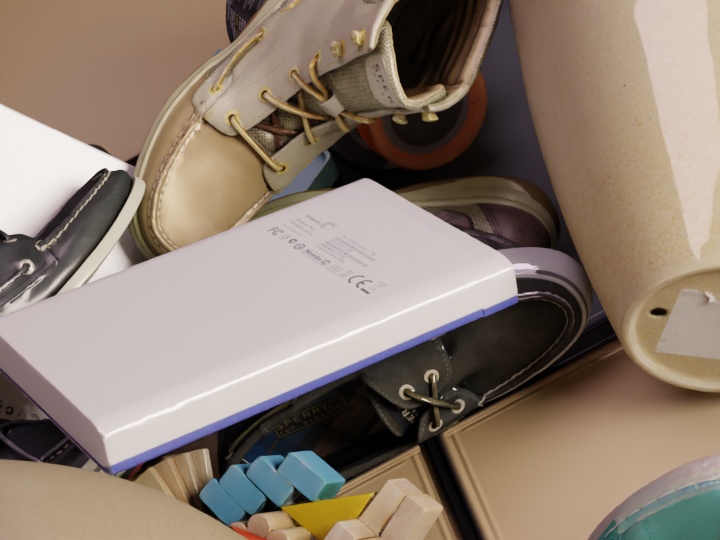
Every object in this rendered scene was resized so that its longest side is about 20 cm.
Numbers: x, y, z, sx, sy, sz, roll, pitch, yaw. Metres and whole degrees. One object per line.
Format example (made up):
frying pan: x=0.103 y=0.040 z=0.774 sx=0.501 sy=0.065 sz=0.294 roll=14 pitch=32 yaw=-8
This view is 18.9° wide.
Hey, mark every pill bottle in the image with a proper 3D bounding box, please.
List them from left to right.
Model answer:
pill bottle: x=0.001 y=-0.123 z=1.234 sx=0.106 sy=0.106 sz=0.200 roll=-34 pitch=32 yaw=-6

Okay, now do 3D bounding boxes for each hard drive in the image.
hard drive: x=-0.188 y=0.023 z=1.073 sx=0.027 sy=0.132 sz=0.201 roll=-10 pitch=58 yaw=65
hard drive: x=-0.050 y=0.019 z=0.953 sx=0.199 sy=0.025 sz=0.132 roll=-22 pitch=29 yaw=-24

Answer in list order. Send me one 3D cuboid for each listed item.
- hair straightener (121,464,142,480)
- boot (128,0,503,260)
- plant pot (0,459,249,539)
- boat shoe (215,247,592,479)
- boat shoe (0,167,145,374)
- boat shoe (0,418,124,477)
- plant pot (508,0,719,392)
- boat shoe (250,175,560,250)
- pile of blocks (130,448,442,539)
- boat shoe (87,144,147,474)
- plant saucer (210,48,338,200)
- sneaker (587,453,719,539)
hair straightener: x=-0.092 y=0.066 z=1.060 sx=0.200 sy=0.041 sz=0.077 roll=-56 pitch=9 yaw=-6
boot: x=-0.022 y=-0.081 z=1.056 sx=0.200 sy=0.072 sz=0.155 roll=-53 pitch=26 yaw=-16
plant pot: x=-0.095 y=0.166 z=0.855 sx=0.134 sy=0.201 sz=0.200 roll=-7 pitch=21 yaw=-27
boat shoe: x=0.019 y=0.056 z=1.006 sx=0.200 sy=0.069 sz=0.057 roll=-27 pitch=29 yaw=20
boat shoe: x=-0.180 y=0.012 z=1.021 sx=0.200 sy=0.066 sz=0.074 roll=-52 pitch=12 yaw=-22
boat shoe: x=-0.159 y=0.096 z=0.984 sx=0.200 sy=0.062 sz=0.075 roll=-38 pitch=1 yaw=18
plant pot: x=0.158 y=-0.053 z=0.962 sx=0.187 sy=0.187 sz=0.201 roll=-15 pitch=49 yaw=23
boat shoe: x=0.001 y=0.001 z=1.092 sx=0.200 sy=0.072 sz=0.066 roll=-10 pitch=32 yaw=23
pile of blocks: x=-0.067 y=0.117 z=0.955 sx=0.199 sy=0.082 sz=0.062 roll=-17 pitch=-9 yaw=20
boat shoe: x=-0.134 y=0.026 z=1.166 sx=0.075 sy=0.074 sz=0.201 roll=-15 pitch=55 yaw=9
plant saucer: x=-0.067 y=-0.070 z=1.279 sx=0.070 sy=0.019 sz=0.200 roll=-55 pitch=32 yaw=7
sneaker: x=0.169 y=0.111 z=0.796 sx=0.199 sy=0.071 sz=0.080 roll=-20 pitch=41 yaw=29
